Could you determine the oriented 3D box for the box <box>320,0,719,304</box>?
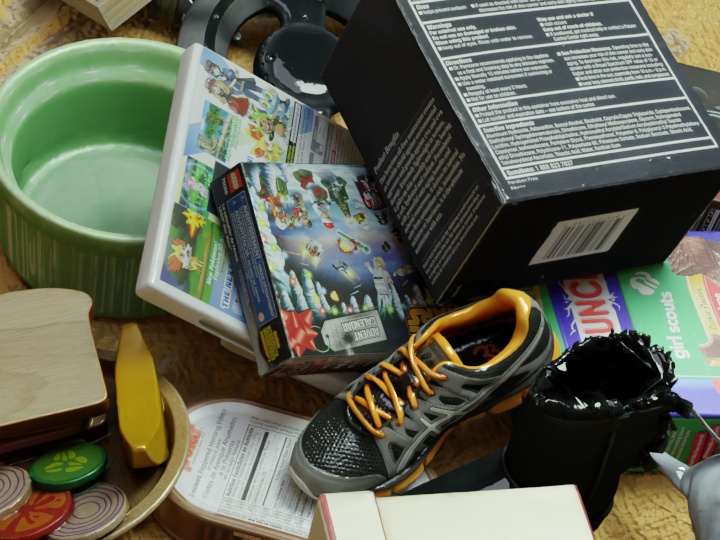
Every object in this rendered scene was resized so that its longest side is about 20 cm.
[{"bbox_3d":[0.111,-0.102,1.595,0.199,0.123,0.199,-9,60,-31],"label":"box"}]

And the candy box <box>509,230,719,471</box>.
[{"bbox_3d":[0.201,0.054,1.638,0.199,0.077,0.170,0,49,-8],"label":"candy box"}]

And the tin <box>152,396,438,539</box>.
[{"bbox_3d":[-0.041,0.144,1.539,0.199,0.042,0.112,15,42,4],"label":"tin"}]

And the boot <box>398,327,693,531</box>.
[{"bbox_3d":[0.101,0.119,1.460,0.198,0.163,0.074,-15,59,-26],"label":"boot"}]

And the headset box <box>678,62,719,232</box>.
[{"bbox_3d":[0.280,-0.069,1.754,0.199,0.077,0.149,12,45,-7],"label":"headset box"}]

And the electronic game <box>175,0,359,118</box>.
[{"bbox_3d":[-0.042,-0.149,1.789,0.199,0.042,0.201,7,60,-13],"label":"electronic game"}]

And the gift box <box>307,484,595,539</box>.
[{"bbox_3d":[0.047,0.242,1.362,0.186,0.185,0.200,-2,41,-14],"label":"gift box"}]

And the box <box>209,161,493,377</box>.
[{"bbox_3d":[0.002,-0.002,1.584,0.199,0.040,0.137,-2,70,-42],"label":"box"}]

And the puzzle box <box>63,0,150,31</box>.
[{"bbox_3d":[-0.153,-0.273,1.836,0.200,0.025,0.133,-41,39,-14],"label":"puzzle box"}]

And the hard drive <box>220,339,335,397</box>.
[{"bbox_3d":[0.000,0.000,1.666,0.132,0.025,0.200,23,53,4],"label":"hard drive"}]

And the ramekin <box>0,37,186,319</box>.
[{"bbox_3d":[-0.165,-0.061,1.663,0.199,0.098,0.201,5,47,-6],"label":"ramekin"}]

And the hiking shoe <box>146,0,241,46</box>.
[{"bbox_3d":[-0.088,-0.254,1.885,0.100,0.076,0.200,29,57,5],"label":"hiking shoe"}]

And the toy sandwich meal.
[{"bbox_3d":[-0.202,0.096,1.506,0.204,0.070,0.206,-4,42,4],"label":"toy sandwich meal"}]

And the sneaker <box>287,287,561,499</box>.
[{"bbox_3d":[0.037,0.075,1.522,0.200,0.077,0.078,-34,60,-12],"label":"sneaker"}]

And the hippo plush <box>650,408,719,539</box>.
[{"bbox_3d":[0.253,0.187,1.466,0.200,0.159,0.161,31,58,-4],"label":"hippo plush"}]

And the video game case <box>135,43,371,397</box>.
[{"bbox_3d":[-0.058,-0.031,1.591,0.182,0.022,0.201,28,52,-28],"label":"video game case"}]
